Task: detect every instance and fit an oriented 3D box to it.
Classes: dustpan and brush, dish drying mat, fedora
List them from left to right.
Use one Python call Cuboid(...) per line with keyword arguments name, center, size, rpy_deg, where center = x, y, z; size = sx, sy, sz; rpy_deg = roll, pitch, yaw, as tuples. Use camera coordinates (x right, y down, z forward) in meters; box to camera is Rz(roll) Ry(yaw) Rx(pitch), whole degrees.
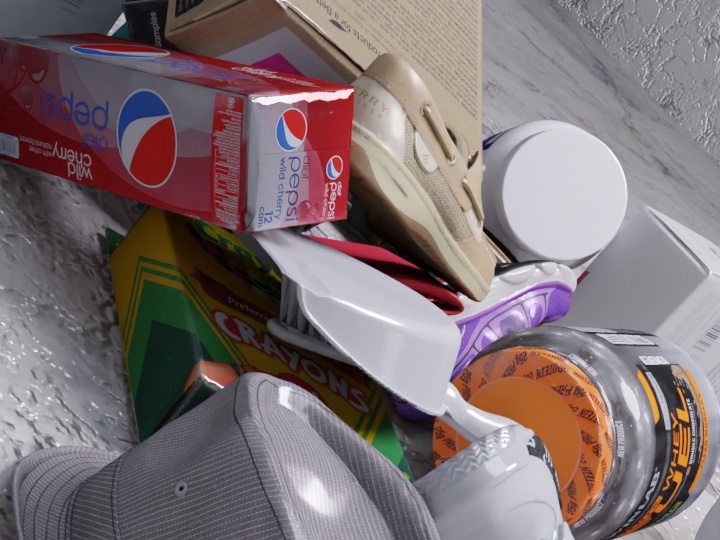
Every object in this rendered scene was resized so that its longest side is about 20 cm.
Cuboid(name="fedora", center=(-0.032, 0.105, 0.594), size=(0.176, 0.090, 0.200), rpy_deg=(29, 20, -34))
Cuboid(name="dish drying mat", center=(0.000, 0.000, 0.937), size=(0.076, 0.018, 0.200), rpy_deg=(8, 5, -13))
Cuboid(name="dustpan and brush", center=(0.020, 0.042, 0.775), size=(0.199, 0.058, 0.140), rpy_deg=(23, 9, -24))

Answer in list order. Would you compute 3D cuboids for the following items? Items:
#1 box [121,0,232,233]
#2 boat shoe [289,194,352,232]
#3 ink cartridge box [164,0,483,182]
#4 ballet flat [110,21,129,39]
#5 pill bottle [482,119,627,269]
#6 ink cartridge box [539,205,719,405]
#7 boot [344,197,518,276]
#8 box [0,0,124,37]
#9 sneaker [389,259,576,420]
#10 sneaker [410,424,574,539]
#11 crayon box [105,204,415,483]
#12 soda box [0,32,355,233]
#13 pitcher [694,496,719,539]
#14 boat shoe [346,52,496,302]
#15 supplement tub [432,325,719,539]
Cuboid(name="box", center=(-0.092, -0.102, 0.952), size=(0.200, 0.036, 0.144), rpy_deg=(-72, 154, -71))
Cuboid(name="boat shoe", center=(-0.032, -0.064, 1.002), size=(0.062, 0.074, 0.202), rpy_deg=(14, 21, 3))
Cuboid(name="ink cartridge box", center=(-0.012, -0.151, 0.899), size=(0.200, 0.075, 0.166), rpy_deg=(38, 45, -43))
Cuboid(name="ballet flat", center=(-0.136, -0.120, 1.022), size=(0.072, 0.072, 0.200), rpy_deg=(37, 19, -10))
Cuboid(name="pill bottle", center=(0.135, -0.055, 1.247), size=(0.115, 0.116, 0.200), rpy_deg=(39, -3, -5))
Cuboid(name="ink cartridge box", center=(0.238, 0.052, 1.239), size=(0.199, 0.147, 0.083), rpy_deg=(21, 25, -50))
Cuboid(name="boot", center=(0.037, -0.017, 1.109), size=(0.199, 0.078, 0.139), rpy_deg=(38, 21, -6))
Cuboid(name="box", center=(-0.217, -0.238, 1.014), size=(0.097, 0.125, 0.200), rpy_deg=(20, 25, -49))
Cuboid(name="sneaker", center=(0.068, 0.043, 0.997), size=(0.199, 0.080, 0.084), rpy_deg=(-19, 100, -52))
Cuboid(name="sneaker", center=(0.079, 0.145, 0.682), size=(0.115, 0.075, 0.200), rpy_deg=(53, -7, 29))
Cuboid(name="crayon box", center=(-0.055, 0.039, 0.789), size=(0.126, 0.051, 0.200), rpy_deg=(31, 18, -29))
Cuboid(name="soda box", center=(-0.095, -0.071, 0.783), size=(0.199, 0.064, 0.070), rpy_deg=(18, 20, 42))
Cuboid(name="pitcher", center=(0.279, 0.145, 0.995), size=(0.171, 0.200, 0.122), rpy_deg=(28, 20, -35))
Cuboid(name="boat shoe", center=(0.038, -0.043, 0.842), size=(0.071, 0.065, 0.200), rpy_deg=(33, -7, 27))
Cuboid(name="supplement tub", center=(0.124, 0.093, 0.921), size=(0.123, 0.123, 0.200), rpy_deg=(47, 18, 21))
